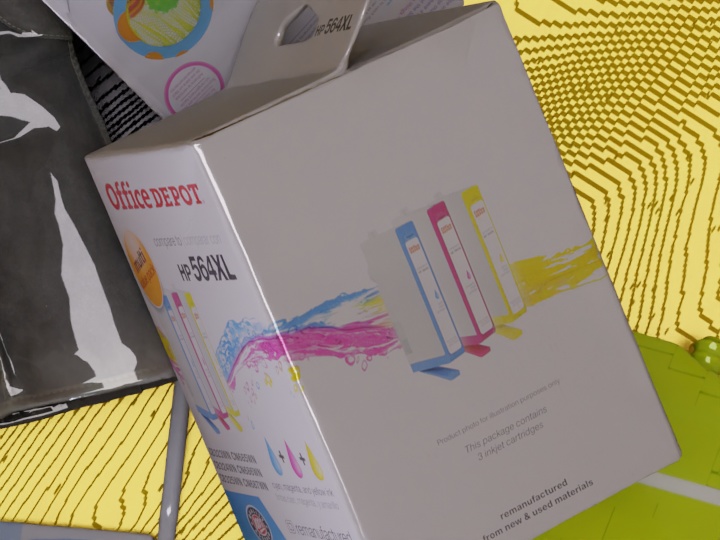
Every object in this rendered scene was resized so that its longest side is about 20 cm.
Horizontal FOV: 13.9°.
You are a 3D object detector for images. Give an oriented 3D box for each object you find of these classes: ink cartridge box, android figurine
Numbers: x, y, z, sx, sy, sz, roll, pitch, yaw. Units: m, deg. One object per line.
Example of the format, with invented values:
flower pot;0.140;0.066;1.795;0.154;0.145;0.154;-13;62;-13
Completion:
ink cartridge box;0.000;0.000;1.044;0.125;0.129;0.200;-26;99;-21
android figurine;0.082;0.104;1.137;0.182;0.041;0.200;14;65;19

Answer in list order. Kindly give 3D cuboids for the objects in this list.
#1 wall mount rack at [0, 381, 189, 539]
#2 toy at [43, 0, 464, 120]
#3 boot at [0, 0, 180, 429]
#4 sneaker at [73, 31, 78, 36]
wall mount rack;-0.130;0.093;1.149;0.200;0.075;0.174;6;65;-3
toy;-0.066;-0.128;1.092;0.115;0.047;0.200;-47;122;-4
boot;-0.165;-0.035;1.121;0.182;0.073;0.200;-11;95;26
sneaker;-0.100;-0.189;1.151;0.140;0.078;0.200;17;88;-2
